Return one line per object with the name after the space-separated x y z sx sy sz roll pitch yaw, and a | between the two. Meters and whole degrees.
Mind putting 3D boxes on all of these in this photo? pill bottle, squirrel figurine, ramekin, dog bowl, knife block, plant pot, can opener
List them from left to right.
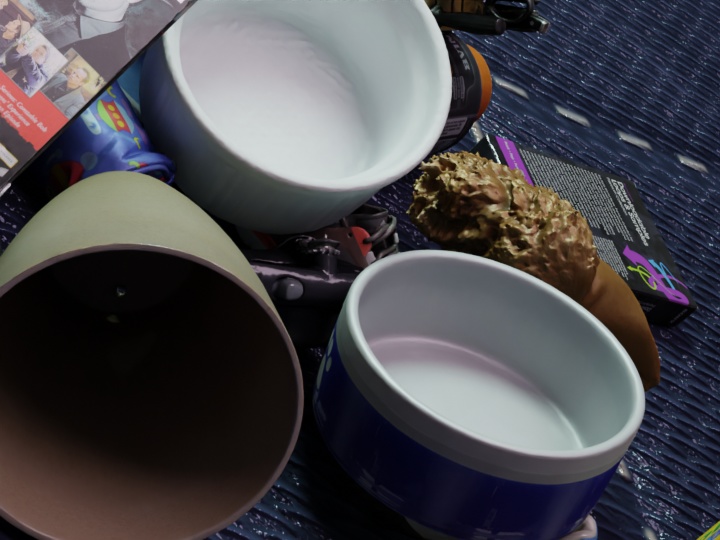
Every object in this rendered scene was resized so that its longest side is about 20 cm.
-0.133 0.027 1.205 0.187 0.187 0.200 34 18 -20 | plant pot
-0.080 0.006 1.371 0.199 0.079 0.063 10 3 -34 | can opener
-0.050 -0.122 1.414 0.200 0.098 0.201 10 62 -21 | ramekin
0.024 -0.138 1.651 0.106 0.106 0.200 54 30 14 | pill bottle
0.039 -0.212 1.590 0.199 0.064 0.176 4 10 -4 | knife block
0.073 0.078 1.353 0.199 0.079 0.200 16 33 -11 | dog bowl
0.108 -0.013 1.530 0.200 0.141 0.187 74 -6 -46 | squirrel figurine

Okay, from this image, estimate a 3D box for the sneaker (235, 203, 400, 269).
0.000 0.000 1.474 0.200 0.082 0.077 45 30 -2 | sneaker

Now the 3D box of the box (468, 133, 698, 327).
0.186 -0.031 1.797 0.199 0.036 0.143 13 44 -42 | box

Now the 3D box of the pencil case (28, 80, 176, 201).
-0.189 -0.112 1.375 0.087 0.078 0.200 -19 66 -31 | pencil case

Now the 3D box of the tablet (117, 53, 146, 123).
-0.196 -0.192 1.531 0.200 0.014 0.130 45 29 -3 | tablet

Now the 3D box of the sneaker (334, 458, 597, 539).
0.067 0.139 1.395 0.200 0.077 0.076 35 33 -14 | sneaker

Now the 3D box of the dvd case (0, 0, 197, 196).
-0.199 -0.157 1.256 0.146 0.022 0.200 45 67 -7 | dvd case

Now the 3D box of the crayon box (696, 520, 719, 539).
0.203 0.224 1.339 0.058 0.200 0.173 46 29 2 | crayon box
